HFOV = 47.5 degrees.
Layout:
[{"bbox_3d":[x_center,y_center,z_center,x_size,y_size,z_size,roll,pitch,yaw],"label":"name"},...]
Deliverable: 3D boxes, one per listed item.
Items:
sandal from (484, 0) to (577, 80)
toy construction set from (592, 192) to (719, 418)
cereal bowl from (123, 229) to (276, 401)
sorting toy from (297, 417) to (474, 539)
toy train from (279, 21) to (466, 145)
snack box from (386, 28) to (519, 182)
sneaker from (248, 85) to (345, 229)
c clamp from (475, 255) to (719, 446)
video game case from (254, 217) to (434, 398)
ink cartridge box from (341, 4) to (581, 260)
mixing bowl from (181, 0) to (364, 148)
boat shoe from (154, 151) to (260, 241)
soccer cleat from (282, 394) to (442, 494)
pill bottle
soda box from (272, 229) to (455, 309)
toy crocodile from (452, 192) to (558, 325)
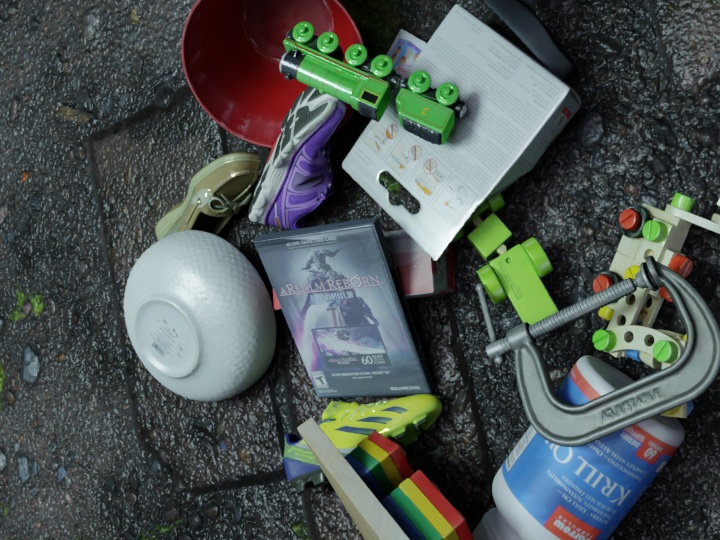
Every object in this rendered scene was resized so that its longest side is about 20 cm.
[{"bbox_3d":[0.140,-0.261,0.759,0.043,0.199,0.077,-39,30,25],"label":"sandal"},{"bbox_3d":[0.275,0.014,0.708,0.131,0.091,0.203,36,97,51],"label":"toy construction set"},{"bbox_3d":[-0.197,0.062,0.938,0.196,0.083,0.205,10,112,24],"label":"cereal bowl"},{"bbox_3d":[0.046,0.241,0.758,0.069,0.202,0.198,-34,37,-12],"label":"sorting toy"},{"bbox_3d":[0.007,-0.179,0.785,0.197,0.042,0.057,26,80,15],"label":"toy train"},{"bbox_3d":[0.101,-0.175,0.853,0.199,0.024,0.073,38,104,25],"label":"snack box"},{"bbox_3d":[-0.056,-0.118,0.884,0.201,0.082,0.082,125,159,-49],"label":"sneaker"},{"bbox_3d":[0.192,0.052,0.684,0.197,0.027,0.174,-24,57,29],"label":"c clamp"},{"bbox_3d":[-0.015,0.046,0.848,0.140,0.019,0.203,-6,119,28],"label":"video game case"},{"bbox_3d":[0.095,-0.133,0.807,0.162,0.050,0.201,46,108,29],"label":"ink cartridge box"},{"bbox_3d":[-0.087,-0.249,0.888,0.197,0.201,0.110,-25,36,25],"label":"mixing bowl"},{"bbox_3d":[-0.175,-0.067,0.961,0.199,0.072,0.064,-36,70,37],"label":"boat shoe"},{"bbox_3d":[-0.005,0.168,0.873,0.198,0.064,0.085,-31,60,22],"label":"soccer cleat"},{"bbox_3d":[0.188,0.189,0.736,0.112,0.112,0.202,38,105,25],"label":"pill bottle"},{"bbox_3d":[0.000,0.000,0.878,0.196,0.063,0.072,-7,86,29],"label":"soda box"},{"bbox_3d":[0.132,-0.028,0.811,0.067,0.062,0.202,-34,76,6],"label":"toy crocodile"}]
